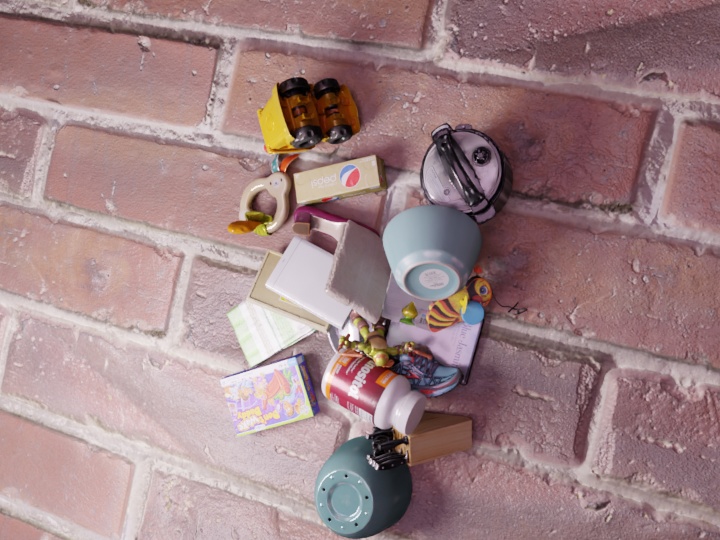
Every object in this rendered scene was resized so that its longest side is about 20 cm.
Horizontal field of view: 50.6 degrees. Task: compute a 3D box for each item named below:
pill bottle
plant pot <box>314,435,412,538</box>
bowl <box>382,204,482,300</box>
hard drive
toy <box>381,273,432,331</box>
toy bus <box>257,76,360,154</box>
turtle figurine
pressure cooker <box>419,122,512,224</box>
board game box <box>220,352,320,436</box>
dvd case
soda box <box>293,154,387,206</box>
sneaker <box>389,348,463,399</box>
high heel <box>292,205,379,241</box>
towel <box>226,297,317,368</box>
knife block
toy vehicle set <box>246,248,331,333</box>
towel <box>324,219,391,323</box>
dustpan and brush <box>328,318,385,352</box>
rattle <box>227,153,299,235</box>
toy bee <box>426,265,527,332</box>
[{"bbox_3d":[0.029,0.245,1.533,0.197,0.113,0.115,24,96,25],"label":"pill bottle"},{"bbox_3d":[-0.008,0.460,1.583,0.196,0.161,0.205,-1,88,20],"label":"plant pot"},{"bbox_3d":[0.137,-0.018,1.472,0.197,0.202,0.106,-10,46,18],"label":"bowl"},{"bbox_3d":[-0.091,0.024,1.653,0.197,0.027,0.133,28,74,14],"label":"hard drive"},{"bbox_3d":[0.118,0.018,1.602,0.113,0.047,0.204,16,75,-6],"label":"toy"},{"bbox_3d":[-0.127,-0.317,1.666,0.191,0.197,0.138,-29,75,52],"label":"toy bus"},{"bbox_3d":[0.039,0.144,1.549,0.196,0.162,0.065,2,125,-14],"label":"turtle figurine"},{"bbox_3d":[0.208,-0.190,1.508,0.173,0.200,0.182,19,95,17],"label":"pressure cooker"},{"bbox_3d":[-0.203,0.280,1.709,0.197,0.045,0.137,-18,91,18],"label":"board game box"},{"bbox_3d":[0.151,0.143,1.613,0.196,0.018,0.146,17,93,19],"label":"dvd case"},{"bbox_3d":[-0.044,-0.195,1.669,0.196,0.064,0.069,-10,85,18],"label":"soda box"},{"bbox_3d":[0.114,0.204,1.567,0.196,0.079,0.097,-3,110,28],"label":"sneaker"},{"bbox_3d":[-0.051,-0.106,1.682,0.196,0.097,0.068,13,123,-2],"label":"high heel"},{"bbox_3d":[-0.200,0.112,1.736,0.198,0.031,0.151,-31,76,18],"label":"towel"},{"bbox_3d":[0.114,0.350,1.531,0.196,0.175,0.065,3,105,19],"label":"knife block"},{"bbox_3d":[-0.139,0.044,1.679,0.197,0.027,0.126,20,73,12],"label":"toy vehicle set"},{"bbox_3d":[0.000,0.000,1.574,0.131,0.202,0.034,31,139,-17],"label":"towel"},{"bbox_3d":[-0.010,0.171,1.646,0.137,0.057,0.205,-3,88,19],"label":"dustpan and brush"},{"bbox_3d":[-0.221,-0.181,1.695,0.130,0.142,0.202,42,108,34],"label":"rattle"},{"bbox_3d":[0.221,0.051,1.544,0.196,0.130,0.111,-16,97,-21],"label":"toy bee"}]
